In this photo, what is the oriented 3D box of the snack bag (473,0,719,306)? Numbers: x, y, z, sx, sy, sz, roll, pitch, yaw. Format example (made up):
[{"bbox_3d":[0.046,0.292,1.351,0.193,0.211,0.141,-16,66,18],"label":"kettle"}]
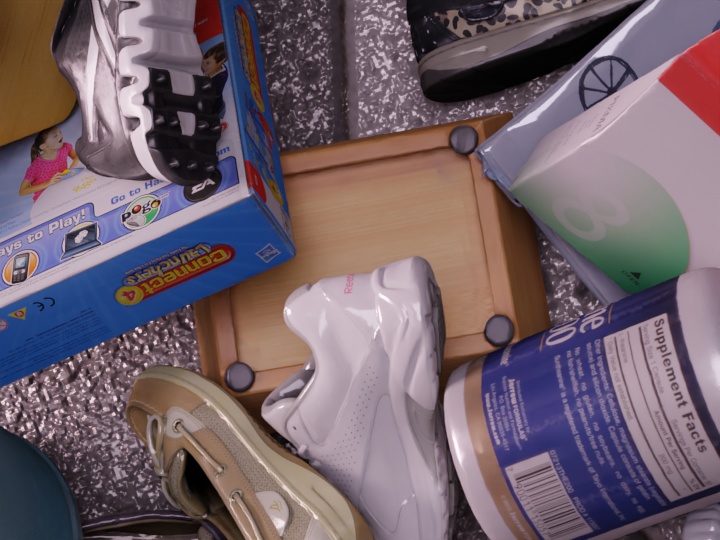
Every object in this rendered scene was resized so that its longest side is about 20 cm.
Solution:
[{"bbox_3d":[0.189,-0.056,1.175,0.200,0.021,0.189,-41,103,-4],"label":"snack bag"}]

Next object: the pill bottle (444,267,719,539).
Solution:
[{"bbox_3d":[0.151,0.065,1.065,0.199,0.111,0.112,-23,77,21],"label":"pill bottle"}]

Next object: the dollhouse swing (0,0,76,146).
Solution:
[{"bbox_3d":[-0.182,-0.171,1.219,0.200,0.175,0.183,33,116,45],"label":"dollhouse swing"}]

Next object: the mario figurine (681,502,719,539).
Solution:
[{"bbox_3d":[0.238,0.140,1.128,0.123,0.106,0.200,-37,76,-2],"label":"mario figurine"}]

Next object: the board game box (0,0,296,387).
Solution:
[{"bbox_3d":[-0.144,-0.055,1.164,0.199,0.056,0.197,-23,46,13],"label":"board game box"}]

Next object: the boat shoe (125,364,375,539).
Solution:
[{"bbox_3d":[-0.071,0.117,1.127,0.063,0.073,0.200,-36,48,-21],"label":"boat shoe"}]

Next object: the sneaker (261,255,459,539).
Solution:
[{"bbox_3d":[0.000,0.087,1.125,0.099,0.078,0.201,-2,112,8],"label":"sneaker"}]

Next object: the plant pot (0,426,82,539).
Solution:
[{"bbox_3d":[-0.275,0.131,1.104,0.199,0.188,0.201,-13,55,20],"label":"plant pot"}]

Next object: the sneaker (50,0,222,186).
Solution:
[{"bbox_3d":[-0.121,-0.138,1.094,0.090,0.066,0.202,-8,81,38],"label":"sneaker"}]

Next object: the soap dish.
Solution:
[{"bbox_3d":[0.000,0.000,1.190,0.198,0.081,0.159,-10,79,5],"label":"soap dish"}]

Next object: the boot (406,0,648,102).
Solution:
[{"bbox_3d":[0.108,-0.197,1.221,0.202,0.074,0.155,-20,75,0],"label":"boot"}]

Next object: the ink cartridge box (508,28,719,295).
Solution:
[{"bbox_3d":[0.190,-0.033,1.069,0.161,0.200,0.050,40,62,-12],"label":"ink cartridge box"}]

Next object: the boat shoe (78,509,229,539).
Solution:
[{"bbox_3d":[-0.079,0.166,1.176,0.198,0.065,0.073,3,78,6],"label":"boat shoe"}]
